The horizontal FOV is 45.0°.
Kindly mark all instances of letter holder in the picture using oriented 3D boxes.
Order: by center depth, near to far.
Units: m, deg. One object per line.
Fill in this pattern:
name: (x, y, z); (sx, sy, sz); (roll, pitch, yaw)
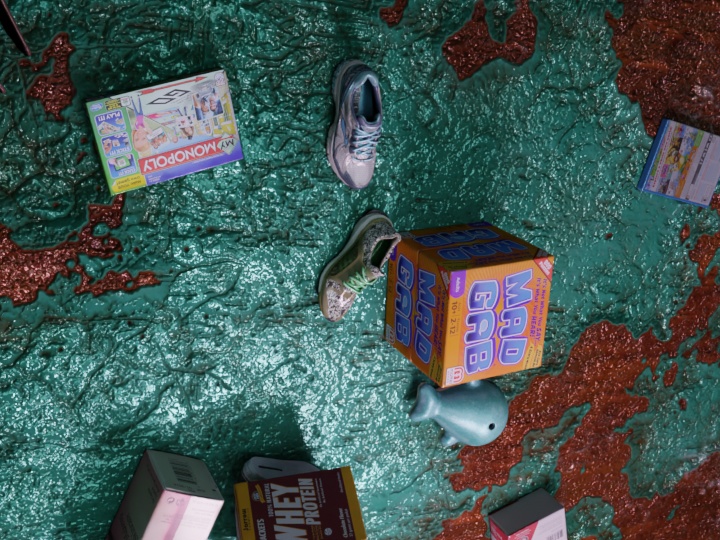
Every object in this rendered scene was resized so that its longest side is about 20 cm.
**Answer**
letter holder: (-0.443, -0.252, 1.012); (0.100, 0.200, 0.143); (-31, 121, -14)

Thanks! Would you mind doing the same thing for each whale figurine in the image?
whale figurine: (0.189, 0.262, 1.615); (0.199, 0.104, 0.160); (14, 103, -32)

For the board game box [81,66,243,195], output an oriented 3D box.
board game box: (-0.274, -0.198, 1.227); (0.199, 0.029, 0.135); (-20, 117, -20)

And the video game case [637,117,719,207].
video game case: (0.646, -0.210, 1.723); (0.199, 0.018, 0.144); (9, 106, -31)

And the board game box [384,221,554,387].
board game box: (0.176, 0.049, 1.466); (0.199, 0.200, 0.201); (-8, 113, -25)

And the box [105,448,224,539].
box: (-0.319, 0.409, 1.387); (0.109, 0.128, 0.201); (21, 99, -32)

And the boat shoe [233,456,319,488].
boat shoe: (-0.133, 0.375, 1.518); (0.199, 0.072, 0.071); (25, 117, -33)

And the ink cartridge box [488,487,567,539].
ink cartridge box: (0.361, 0.589, 1.851); (0.146, 0.083, 0.201); (-20, 117, -20)

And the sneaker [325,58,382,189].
sneaker: (-0.004, -0.217, 1.329); (0.077, 0.086, 0.201); (-13, 115, -22)

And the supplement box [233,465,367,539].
supplement box: (-0.104, 0.446, 1.448); (0.196, 0.133, 0.200); (-6, 140, -11)

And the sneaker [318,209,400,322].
sneaker: (0.000, 0.000, 1.417); (0.077, 0.089, 0.201); (25, 97, -33)
